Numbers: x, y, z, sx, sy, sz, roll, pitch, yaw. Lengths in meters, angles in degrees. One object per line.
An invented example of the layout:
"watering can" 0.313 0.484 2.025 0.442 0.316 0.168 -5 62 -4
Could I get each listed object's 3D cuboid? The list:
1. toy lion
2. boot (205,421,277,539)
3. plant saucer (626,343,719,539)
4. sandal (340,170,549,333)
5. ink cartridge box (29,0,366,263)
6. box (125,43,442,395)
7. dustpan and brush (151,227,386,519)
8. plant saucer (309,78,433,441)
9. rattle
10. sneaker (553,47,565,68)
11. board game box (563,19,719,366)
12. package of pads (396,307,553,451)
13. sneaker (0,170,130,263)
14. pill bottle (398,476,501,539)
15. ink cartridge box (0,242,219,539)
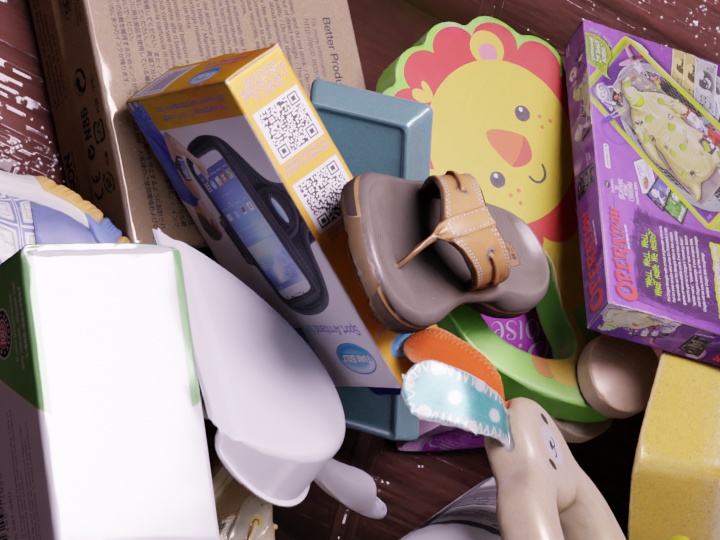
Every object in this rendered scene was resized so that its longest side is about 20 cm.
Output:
"toy lion" 0.083 -0.032 1.352 0.191 0.069 0.201 24 62 -17
"boot" -0.043 0.173 1.298 0.155 0.073 0.201 35 63 -15
"plant saucer" 0.184 0.104 1.352 0.048 0.201 0.201 10 44 13
"sandal" 0.051 -0.013 1.217 0.200 0.054 0.082 8 58 -58
"ink cartridge box" -0.084 -0.105 1.360 0.164 0.075 0.202 -6 79 -31
"box" -0.033 -0.014 1.255 0.041 0.119 0.201 -35 105 -26
"dustpan and brush" -0.038 0.076 1.246 0.199 0.057 0.140 29 29 -41
"plant saucer" 0.000 0.000 1.314 0.019 0.069 0.201 -44 142 -52
"rattle" 0.121 0.096 1.181 0.130 0.142 0.201 -16 82 -54
"sneaker" 0.170 -0.079 1.491 0.199 0.075 0.071 35 61 -16
"board game box" 0.171 -0.039 1.328 0.119 0.032 0.201 19 47 -21
"package of pads" 0.065 -0.002 1.410 0.120 0.076 0.202 -2 76 -29
"sneaker" -0.200 -0.013 1.267 0.199 0.075 0.088 33 53 -3
"pill bottle" 0.062 0.177 1.280 0.114 0.113 0.200 64 23 2
"ink cartridge box" -0.153 0.083 1.192 0.084 0.200 0.147 -2 77 -29
